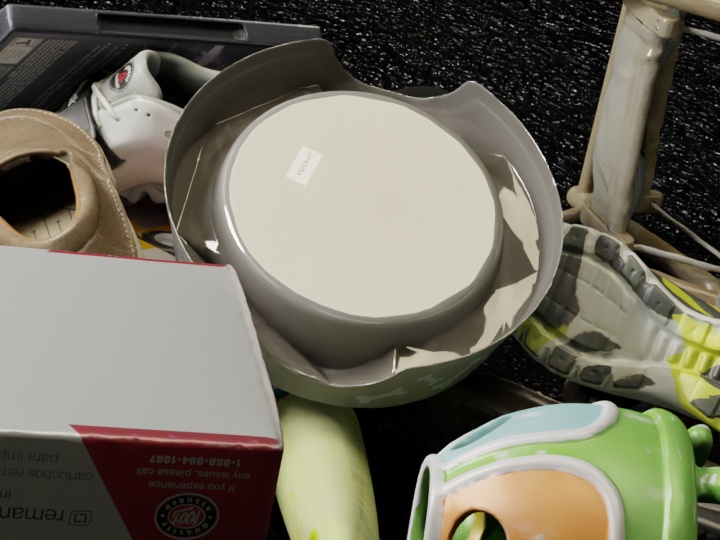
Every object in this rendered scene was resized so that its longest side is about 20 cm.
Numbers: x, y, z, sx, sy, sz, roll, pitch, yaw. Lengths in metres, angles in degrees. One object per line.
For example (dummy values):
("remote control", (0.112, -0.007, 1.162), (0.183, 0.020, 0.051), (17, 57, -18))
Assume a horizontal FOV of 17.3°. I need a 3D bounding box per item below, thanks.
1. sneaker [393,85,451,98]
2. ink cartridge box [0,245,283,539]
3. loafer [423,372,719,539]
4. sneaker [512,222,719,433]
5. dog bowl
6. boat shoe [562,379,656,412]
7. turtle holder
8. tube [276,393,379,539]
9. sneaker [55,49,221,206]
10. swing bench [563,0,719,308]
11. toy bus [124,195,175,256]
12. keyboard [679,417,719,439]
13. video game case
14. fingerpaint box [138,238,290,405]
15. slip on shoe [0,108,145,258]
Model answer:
("sneaker", (-0.022, -0.036, 1.394), (0.200, 0.109, 0.067), (-17, 40, -36))
("ink cartridge box", (-0.123, 0.111, 0.900), (0.144, 0.201, 0.145), (4, 27, -15))
("loafer", (0.125, 0.106, 1.175), (0.199, 0.073, 0.071), (27, 40, 11))
("sneaker", (0.156, 0.043, 1.212), (0.199, 0.075, 0.085), (30, -1, 20))
("dog bowl", (-0.003, -0.021, 1.171), (0.198, 0.059, 0.201), (7, 53, -9))
("boat shoe", (0.146, 0.062, 1.290), (0.072, 0.069, 0.200), (21, 26, 21))
("turtle holder", (0.088, 0.116, 1.055), (0.131, 0.142, 0.186), (8, 25, -4))
("tube", (-0.014, 0.118, 1.101), (0.058, 0.052, 0.200), (35, 14, -20))
("sneaker", (-0.133, -0.081, 1.284), (0.198, 0.089, 0.074), (-8, 40, 1))
("swing bench", (0.199, -0.086, 1.482), (0.199, 0.200, 0.129), (28, 28, 32))
("toy bus", (-0.141, -0.018, 1.347), (0.199, 0.066, 0.078), (29, 27, 35))
("keyboard", (0.222, 0.096, 1.276), (0.127, 0.021, 0.200), (37, 24, -2))
("video game case", (-0.140, -0.108, 1.329), (0.199, 0.019, 0.143), (-1, -19, -36))
("fingerpaint box", (-0.146, 0.053, 1.175), (0.166, 0.074, 0.200), (25, 27, 27))
("slip on shoe", (-0.161, -0.038, 1.175), (0.076, 0.061, 0.200), (-31, 37, -1))
